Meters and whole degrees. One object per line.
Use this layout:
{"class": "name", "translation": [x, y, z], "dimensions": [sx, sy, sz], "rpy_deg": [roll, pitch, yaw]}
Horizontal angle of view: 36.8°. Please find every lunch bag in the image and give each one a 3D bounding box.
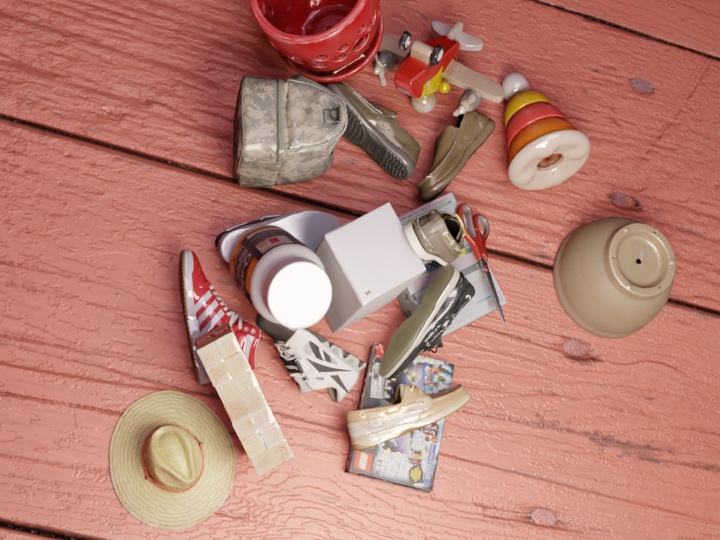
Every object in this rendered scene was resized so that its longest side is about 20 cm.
{"class": "lunch bag", "translation": [-0.110, -0.209, 1.662], "dimensions": [0.164, 0.200, 0.142], "rpy_deg": [3, 78, -9]}

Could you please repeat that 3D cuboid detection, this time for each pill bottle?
{"class": "pill bottle", "translation": [-0.114, 0.010, 1.557], "dimensions": [0.114, 0.200, 0.119], "rpy_deg": [-5, 105, -18]}

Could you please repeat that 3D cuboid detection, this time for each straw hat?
{"class": "straw hat", "translation": [-0.269, 0.268, 1.555], "dimensions": [0.197, 0.085, 0.205], "rpy_deg": [4, 75, -13]}

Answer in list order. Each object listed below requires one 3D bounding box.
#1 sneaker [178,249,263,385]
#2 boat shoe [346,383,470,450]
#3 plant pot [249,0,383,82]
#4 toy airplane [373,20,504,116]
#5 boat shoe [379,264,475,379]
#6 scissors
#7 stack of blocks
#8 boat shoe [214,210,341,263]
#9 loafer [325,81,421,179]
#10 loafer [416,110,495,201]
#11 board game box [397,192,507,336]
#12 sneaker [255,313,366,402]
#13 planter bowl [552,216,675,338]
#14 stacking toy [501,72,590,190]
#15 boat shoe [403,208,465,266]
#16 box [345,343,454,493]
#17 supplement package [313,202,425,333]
{"class": "sneaker", "translation": [-0.210, 0.062, 1.630], "dimensions": [0.110, 0.071, 0.204], "rpy_deg": [-10, 86, -12]}
{"class": "boat shoe", "translation": [0.070, 0.203, 1.620], "dimensions": [0.197, 0.074, 0.070], "rpy_deg": [-20, 87, -17]}
{"class": "plant pot", "translation": [-0.059, -0.407, 1.709], "dimensions": [0.196, 0.183, 0.204], "rpy_deg": [-4, 71, 12]}
{"class": "toy airplane", "translation": [0.119, -0.332, 1.793], "dimensions": [0.196, 0.143, 0.201], "rpy_deg": [2, 33, -21]}
{"class": "boat shoe", "translation": [0.105, 0.090, 1.644], "dimensions": [0.066, 0.074, 0.201], "rpy_deg": [32, 92, -23]}
{"class": "scissors", "translation": [0.188, -0.014, 1.704], "dimensions": [0.073, 0.014, 0.203], "rpy_deg": [22, 52, -41]}
{"class": "stack of blocks", "translation": [-0.170, 0.180, 1.555], "dimensions": [0.058, 0.115, 0.203], "rpy_deg": [-26, 101, -8]}
{"class": "boat shoe", "translation": [-0.129, -0.054, 1.682], "dimensions": [0.197, 0.068, 0.073], "rpy_deg": [-14, 108, -16]}
{"class": "loafer", "translation": [0.021, -0.236, 1.772], "dimensions": [0.200, 0.075, 0.070], "rpy_deg": [45, 58, -4]}
{"class": "loafer", "translation": [0.146, -0.193, 1.788], "dimensions": [0.067, 0.076, 0.200], "rpy_deg": [40, 60, 0]}
{"class": "board game box", "translation": [0.122, -0.002, 1.735], "dimensions": [0.146, 0.064, 0.203], "rpy_deg": [-23, 84, -19]}
{"class": "sneaker", "translation": [-0.084, 0.135, 1.622], "dimensions": [0.199, 0.074, 0.090], "rpy_deg": [33, 80, -26]}
{"class": "planter bowl", "translation": [0.432, -0.002, 1.775], "dimensions": [0.196, 0.135, 0.204], "rpy_deg": [3, 74, -12]}
{"class": "stacking toy", "translation": [0.290, -0.251, 1.826], "dimensions": [0.143, 0.147, 0.203], "rpy_deg": [-9, 60, -16]}
{"class": "boat shoe", "translation": [0.125, -0.053, 1.617], "dimensions": [0.060, 0.201, 0.073], "rpy_deg": [-31, 79, 17]}
{"class": "box", "translation": [0.062, 0.228, 1.672], "dimensions": [0.134, 0.040, 0.204], "rpy_deg": [14, 73, -9]}
{"class": "supplement package", "translation": [0.000, 0.000, 1.630], "dimensions": [0.116, 0.200, 0.118], "rpy_deg": [-27, 84, -19]}
